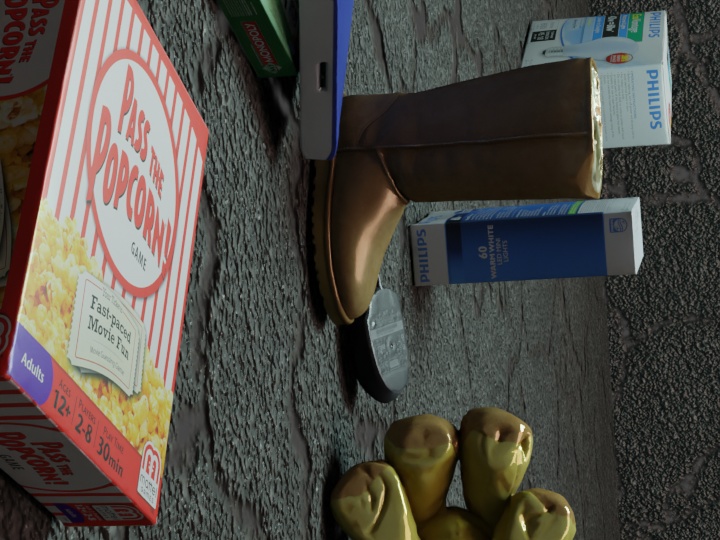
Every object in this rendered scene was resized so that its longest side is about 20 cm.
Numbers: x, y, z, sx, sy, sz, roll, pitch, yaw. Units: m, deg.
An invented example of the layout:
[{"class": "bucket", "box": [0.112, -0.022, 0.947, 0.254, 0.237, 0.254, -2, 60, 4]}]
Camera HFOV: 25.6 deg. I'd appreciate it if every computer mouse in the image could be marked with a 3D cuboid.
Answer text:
[{"class": "computer mouse", "box": [0.000, 0.000, 1.182, 0.058, 0.034, 0.202, -10, 92, -59]}]

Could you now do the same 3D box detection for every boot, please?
[{"class": "boot", "box": [0.067, -0.055, 1.096, 0.066, 0.198, 0.177, 20, 68, -75]}]

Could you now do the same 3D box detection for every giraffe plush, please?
[{"class": "giraffe plush", "box": [0.062, 0.214, 1.168, 0.162, 0.171, 0.202, 114, -33, -73]}]

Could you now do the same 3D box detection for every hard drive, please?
[{"class": "hard drive", "box": [-0.020, -0.189, 1.050, 0.201, 0.025, 0.133, -85, 177, -46]}]

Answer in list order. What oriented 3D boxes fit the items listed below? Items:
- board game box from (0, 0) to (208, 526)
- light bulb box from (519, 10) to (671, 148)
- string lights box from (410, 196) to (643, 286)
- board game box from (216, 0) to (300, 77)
[{"class": "board game box", "box": [-0.118, -0.015, 0.656, 0.152, 0.046, 0.202, 63, 27, -59]}, {"class": "light bulb box", "box": [0.335, -0.267, 2.236, 0.199, 0.198, 0.126, -71, 155, -57]}, {"class": "string lights box", "box": [0.153, -0.027, 1.440, 0.103, 0.198, 0.060, -34, 119, -73]}, {"class": "board game box", "box": [-0.070, -0.224, 0.931, 0.200, 0.029, 0.136, 62, 28, -60]}]
